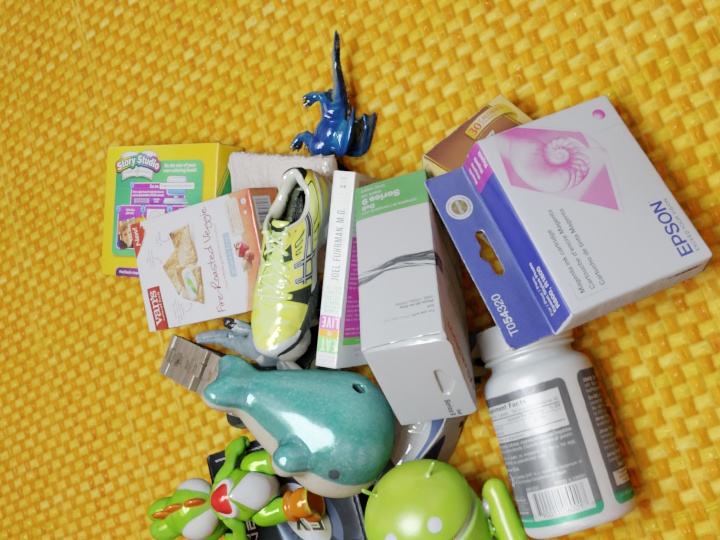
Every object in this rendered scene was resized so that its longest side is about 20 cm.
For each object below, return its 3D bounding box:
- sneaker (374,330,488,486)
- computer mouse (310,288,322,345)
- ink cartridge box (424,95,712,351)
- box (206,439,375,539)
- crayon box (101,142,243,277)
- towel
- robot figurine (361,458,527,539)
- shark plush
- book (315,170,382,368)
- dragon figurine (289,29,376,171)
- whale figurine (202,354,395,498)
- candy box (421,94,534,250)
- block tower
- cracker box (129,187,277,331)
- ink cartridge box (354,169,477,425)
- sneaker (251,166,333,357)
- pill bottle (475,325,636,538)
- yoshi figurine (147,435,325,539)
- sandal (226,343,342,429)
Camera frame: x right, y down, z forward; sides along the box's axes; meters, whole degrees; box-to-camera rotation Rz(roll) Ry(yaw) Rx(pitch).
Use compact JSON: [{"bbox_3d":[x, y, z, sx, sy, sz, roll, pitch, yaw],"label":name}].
[{"bbox_3d":[0.058,0.136,0.984,0.114,0.080,0.202,29,96,32],"label":"sneaker"},{"bbox_3d":[-0.065,-0.001,1.087,0.058,0.034,0.204,-5,81,47],"label":"computer mouse"},{"bbox_3d":[0.186,-0.050,0.830,0.197,0.043,0.198,-21,64,-10],"label":"ink cartridge box"},{"bbox_3d":[-0.065,0.266,1.042,0.198,0.086,0.166,-21,79,29],"label":"box"},{"bbox_3d":[-0.249,-0.076,1.179,0.197,0.058,0.176,3,89,31],"label":"crayon box"},{"bbox_3d":[-0.094,-0.072,1.059,0.198,0.034,0.135,9,105,48],"label":"towel"},{"bbox_3d":[0.077,0.274,0.899,0.174,0.116,0.201,-25,117,8],"label":"robot figurine"},{"bbox_3d":[-0.122,0.065,1.044,0.199,0.083,0.092,11,75,48],"label":"shark plush"},{"bbox_3d":[0.000,0.000,0.981,0.047,0.133,0.203,7,91,22],"label":"book"},{"bbox_3d":[-0.020,-0.165,1.042,0.099,0.059,0.203,28,107,26],"label":"dragon figurine"},{"bbox_3d":[-0.055,0.137,0.899,0.198,0.160,0.104,29,119,-4],"label":"whale figurine"},{"bbox_3d":[0.168,-0.073,0.898,0.116,0.057,0.200,-38,64,-16],"label":"candy box"},{"bbox_3d":[-0.173,0.129,1.087,0.199,0.057,0.055,15,82,52],"label":"block tower"},{"bbox_3d":[-0.177,-0.010,1.062,0.198,0.057,0.136,-13,88,34],"label":"cracker box"},{"bbox_3d":[0.054,0.028,0.890,0.083,0.147,0.202,-13,49,13],"label":"ink cartridge box"},{"bbox_3d":[-0.082,-0.012,0.930,0.074,0.076,0.203,4,73,27],"label":"sneaker"},{"bbox_3d":[0.186,0.147,0.879,0.112,0.113,0.203,-21,78,28],"label":"pill bottle"},{"bbox_3d":[-0.137,0.255,0.998,0.197,0.113,0.113,-19,119,15],"label":"yoshi figurine"},{"bbox_3d":[-0.091,0.146,1.073,0.199,0.057,0.081,-20,54,36],"label":"sandal"}]
